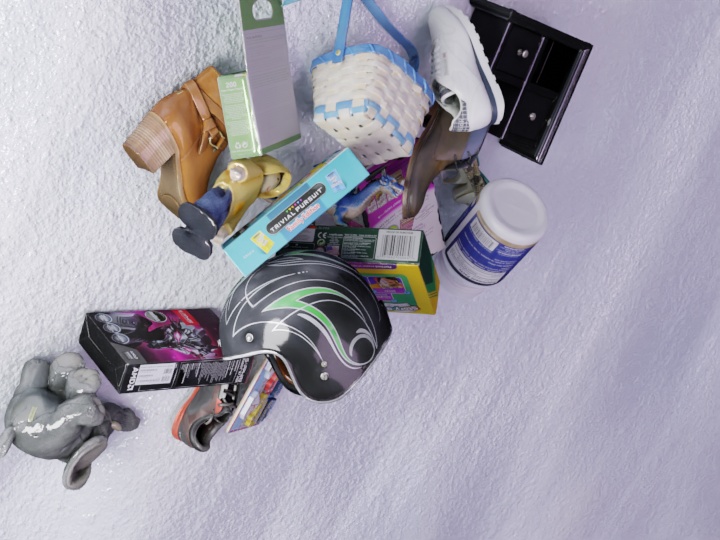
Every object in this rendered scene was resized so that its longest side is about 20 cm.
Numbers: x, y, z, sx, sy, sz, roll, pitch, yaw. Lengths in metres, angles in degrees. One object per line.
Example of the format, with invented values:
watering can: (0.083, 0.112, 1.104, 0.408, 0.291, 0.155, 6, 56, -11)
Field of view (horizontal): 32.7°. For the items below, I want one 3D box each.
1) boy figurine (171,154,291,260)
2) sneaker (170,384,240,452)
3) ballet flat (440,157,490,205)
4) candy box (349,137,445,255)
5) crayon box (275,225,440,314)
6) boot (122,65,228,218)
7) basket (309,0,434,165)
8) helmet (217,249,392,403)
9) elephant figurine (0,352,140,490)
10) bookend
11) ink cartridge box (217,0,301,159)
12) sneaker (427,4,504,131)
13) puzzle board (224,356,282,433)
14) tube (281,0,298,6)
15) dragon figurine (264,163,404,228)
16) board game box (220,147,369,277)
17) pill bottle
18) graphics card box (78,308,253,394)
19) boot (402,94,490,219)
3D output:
boy figurine: (-0.158, -0.086, 1.539, 0.200, 0.064, 0.124, -43, 160, -51)
sneaker: (-0.193, 0.170, 1.746, 0.077, 0.082, 0.200, 18, 101, -46)
ballet flat: (0.162, -0.149, 1.899, 0.075, 0.068, 0.200, -29, 130, 3)
candy box: (0.045, -0.088, 1.823, 0.136, 0.061, 0.200, -34, 131, -24)
crayon box: (0.000, 0.000, 1.709, 0.173, 0.200, 0.058, 66, 30, -64)
boot: (-0.201, -0.150, 1.572, 0.155, 0.077, 0.200, -47, 130, -17)
basket: (0.015, -0.259, 1.655, 0.176, 0.139, 0.200, 39, 58, -44)
helmet: (-0.078, 0.068, 1.579, 0.191, 0.200, 0.200, 43, 81, -8)
elephant figurine: (-0.373, 0.211, 1.589, 0.155, 0.142, 0.200, -10, 142, -5)
bookend: (0.222, -0.283, 1.843, 0.200, 0.092, 0.199, 11, 106, -44)
ink cartridge box: (-0.130, -0.250, 1.536, 0.146, 0.048, 0.200, -39, 121, -67)
sneaker: (0.128, -0.283, 1.705, 0.080, 0.200, 0.076, -17, 156, -12)
puzzle board: (-0.122, 0.145, 1.788, 0.200, 0.017, 0.151, -61, 169, 4)
tube: (-0.014, -0.395, 1.584, 0.200, 0.050, 0.077, -32, 165, -32)
dragon figurine: (-0.040, -0.111, 1.691, 0.059, 0.200, 0.100, 61, 47, -72)
board game box: (-0.088, -0.076, 1.575, 0.200, 0.151, 0.047, -40, 97, -4)
pill bottle: (0.194, -0.044, 1.889, 0.116, 0.116, 0.200, -18, 160, -33)
graphics card box: (-0.255, 0.103, 1.621, 0.200, 0.125, 0.051, -1, 122, -40)
boot: (0.121, -0.159, 1.724, 0.075, 0.097, 0.200, 71, 35, -80)
